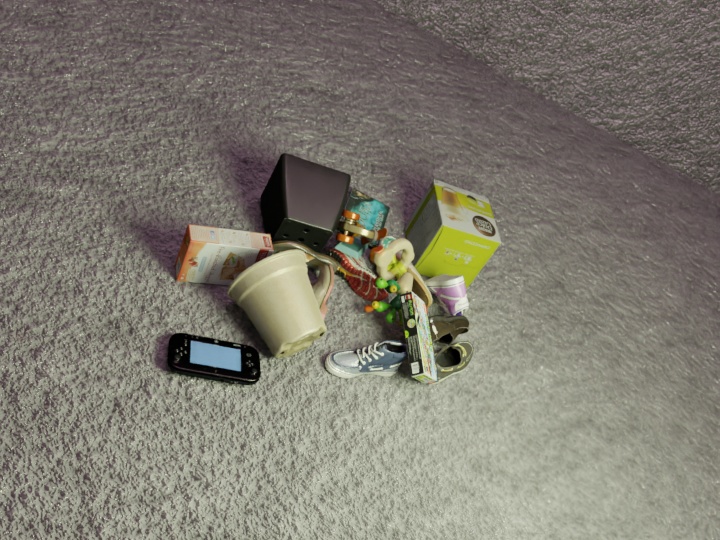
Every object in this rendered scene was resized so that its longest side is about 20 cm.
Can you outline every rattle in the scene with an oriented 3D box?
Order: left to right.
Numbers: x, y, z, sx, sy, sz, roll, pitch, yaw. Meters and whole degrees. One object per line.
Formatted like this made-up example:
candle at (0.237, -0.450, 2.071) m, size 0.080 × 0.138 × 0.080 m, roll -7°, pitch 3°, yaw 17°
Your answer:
rattle at (0.052, -0.062, 1.732) m, size 0.199 × 0.130 × 0.144 m, roll 25°, pitch 27°, yaw -55°

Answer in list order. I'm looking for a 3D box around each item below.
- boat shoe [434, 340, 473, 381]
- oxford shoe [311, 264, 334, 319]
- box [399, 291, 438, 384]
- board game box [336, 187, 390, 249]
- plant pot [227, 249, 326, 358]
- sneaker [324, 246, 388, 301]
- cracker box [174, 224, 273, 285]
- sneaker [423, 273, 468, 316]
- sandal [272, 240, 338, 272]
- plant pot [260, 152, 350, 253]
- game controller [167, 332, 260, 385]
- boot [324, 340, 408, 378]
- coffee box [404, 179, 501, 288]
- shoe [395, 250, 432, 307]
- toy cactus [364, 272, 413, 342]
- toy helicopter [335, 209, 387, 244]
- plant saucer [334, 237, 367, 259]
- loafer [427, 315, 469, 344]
boat shoe at (0.239, 0.226, 1.678) m, size 0.072 × 0.061 × 0.200 m, roll 48°, pitch 42°, yaw 17°
oxford shoe at (-0.111, 0.057, 1.603) m, size 0.073 × 0.071 × 0.202 m, roll 19°, pitch 46°, yaw -9°
box at (0.141, 0.164, 1.576) m, size 0.110 × 0.034 × 0.204 m, roll 36°, pitch 42°, yaw -59°
board game box at (0.009, -0.155, 1.935) m, size 0.134 × 0.028 × 0.202 m, roll 27°, pitch 40°, yaw -8°
plant pot at (-0.173, 0.087, 1.465) m, size 0.198 × 0.200 × 0.186 m, roll -15°, pitch 70°, yaw -42°
sneaker at (0.000, 0.000, 1.735) m, size 0.200 × 0.078 × 0.082 m, roll 42°, pitch 39°, yaw 11°
cracker box at (-0.315, -0.030, 1.509) m, size 0.197 × 0.135 × 0.058 m, roll 5°, pitch 46°, yaw -29°
sneaker at (0.234, 0.073, 1.791) m, size 0.071 × 0.200 × 0.116 m, roll -20°, pitch 97°, yaw -13°
sandal at (-0.151, -0.024, 1.676) m, size 0.197 × 0.081 × 0.056 m, roll 24°, pitch 61°, yaw -22°
plant pot at (-0.152, -0.152, 1.710) m, size 0.197 × 0.200 × 0.180 m, roll 16°, pitch 53°, yaw -19°
game controller at (-0.306, 0.185, 1.372) m, size 0.197 × 0.042 × 0.106 m, roll 14°, pitch 43°, yaw -22°
boot at (0.017, 0.199, 1.535) m, size 0.197 × 0.091 × 0.074 m, roll 3°, pitch 47°, yaw -31°
coffee box at (0.266, -0.105, 1.921) m, size 0.196 × 0.201 × 0.200 m, roll 15°, pitch 43°, yaw -19°
shoe at (0.145, 0.018, 1.818) m, size 0.053 × 0.070 × 0.201 m, roll -17°, pitch 58°, yaw -33°
toy cactus at (0.094, 0.077, 1.676) m, size 0.201 × 0.101 × 0.166 m, roll 49°, pitch 44°, yaw -24°
toy helicopter at (-0.009, -0.109, 1.752) m, size 0.130 × 0.080 × 0.200 m, roll 15°, pitch 3°, yaw -15°
plant saucer at (-0.020, -0.068, 1.761) m, size 0.069 × 0.019 × 0.200 m, roll 26°, pitch 12°, yaw 3°
loafer at (0.223, 0.162, 1.720) m, size 0.198 × 0.072 × 0.073 m, roll 5°, pitch 67°, yaw -48°
